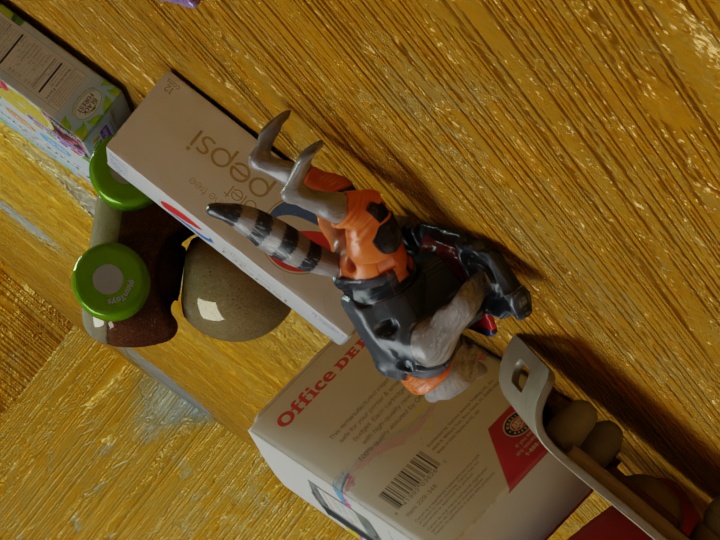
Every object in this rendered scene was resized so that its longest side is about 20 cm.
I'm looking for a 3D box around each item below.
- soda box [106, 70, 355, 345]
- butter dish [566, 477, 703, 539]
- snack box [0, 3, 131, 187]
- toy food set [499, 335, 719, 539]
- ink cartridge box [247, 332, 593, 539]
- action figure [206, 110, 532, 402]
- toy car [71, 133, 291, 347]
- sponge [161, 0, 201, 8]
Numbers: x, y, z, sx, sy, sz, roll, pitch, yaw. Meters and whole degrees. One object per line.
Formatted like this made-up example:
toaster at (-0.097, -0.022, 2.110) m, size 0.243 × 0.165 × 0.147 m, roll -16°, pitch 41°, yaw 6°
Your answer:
soda box at (-0.068, -0.039, 1.540) m, size 0.200 × 0.068 × 0.064 m, roll 38°, pitch 171°, yaw -1°
butter dish at (0.159, 0.262, 1.633) m, size 0.199 × 0.200 × 0.148 m, roll 57°, pitch 164°, yaw -15°
snack box at (-0.236, -0.129, 1.793) m, size 0.142 × 0.053 × 0.200 m, roll 37°, pitch 172°, yaw 8°
toy food set at (0.174, 0.118, 1.470) m, size 0.200 × 0.060 × 0.144 m, roll 40°, pitch -178°, yaw -10°
ink cartridge box at (0.046, 0.125, 1.645) m, size 0.200 × 0.148 × 0.086 m, roll 31°, pitch 158°, yaw 40°
action figure at (0.000, 0.000, 1.381) m, size 0.193 × 0.105 × 0.200 m, roll 51°, pitch 165°, yaw -18°
toy car at (-0.098, -0.012, 1.730) m, size 0.200 × 0.158 × 0.164 m, roll 9°, pitch 174°, yaw 0°
sponge at (-0.154, -0.190, 1.236) m, size 0.112 × 0.030 × 0.200 m, roll 42°, pitch 170°, yaw -27°
